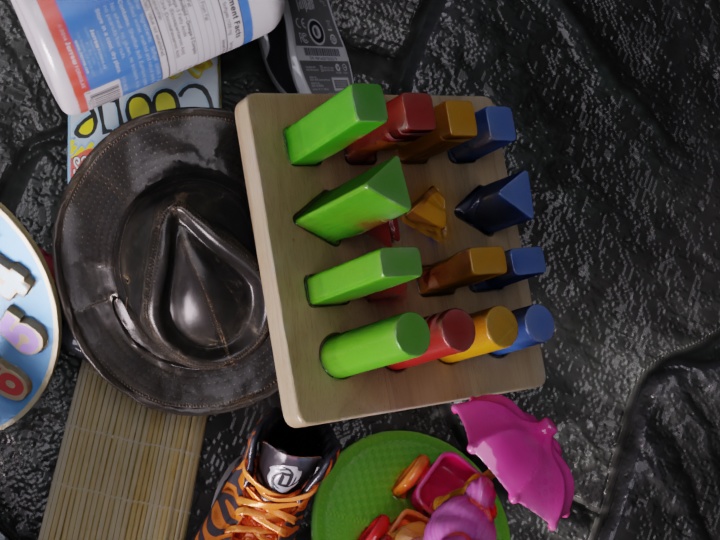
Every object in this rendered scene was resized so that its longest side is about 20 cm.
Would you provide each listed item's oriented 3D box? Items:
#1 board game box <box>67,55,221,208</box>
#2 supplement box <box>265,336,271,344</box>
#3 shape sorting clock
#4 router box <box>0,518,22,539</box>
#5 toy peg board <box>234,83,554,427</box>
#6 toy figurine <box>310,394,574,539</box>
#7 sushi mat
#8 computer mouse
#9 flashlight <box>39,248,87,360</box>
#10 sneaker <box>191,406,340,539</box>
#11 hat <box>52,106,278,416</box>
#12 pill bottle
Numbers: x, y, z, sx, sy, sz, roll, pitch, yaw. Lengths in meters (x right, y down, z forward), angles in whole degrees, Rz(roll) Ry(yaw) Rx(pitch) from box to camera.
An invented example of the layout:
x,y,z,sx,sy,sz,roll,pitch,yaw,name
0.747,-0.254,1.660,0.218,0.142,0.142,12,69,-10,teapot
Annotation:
x,y,z,sx,sy,sz,roll,pitch,yaw,name
-0.148,-0.133,0.888,0.102,0.105,0.203,-1,80,-7,board game box
0.000,0.000,0.895,0.197,0.074,0.128,5,79,-5,supplement box
-0.291,0.024,0.830,0.197,0.039,0.203,5,111,12,shape sorting clock
-0.231,0.277,0.825,0.200,0.062,0.150,43,77,3,router box
0.044,-0.021,0.779,0.197,0.097,0.203,-4,81,-34,toy peg board
0.051,0.157,0.785,0.150,0.184,0.200,39,56,2,toy figurine
-0.159,0.150,0.845,0.094,0.012,0.202,11,57,-6,sushi mat
-0.058,-0.200,0.928,0.044,0.109,0.203,-16,86,34,computer mouse
-0.235,-0.015,0.869,0.199,0.068,0.068,30,113,0,flashlight
-0.070,0.161,0.795,0.077,0.113,0.201,21,43,-7,sneaker
-0.103,0.001,0.792,0.198,0.081,0.204,-1,99,-6,hat
-0.115,-0.185,0.791,0.198,0.112,0.113,-26,83,-12,pill bottle
